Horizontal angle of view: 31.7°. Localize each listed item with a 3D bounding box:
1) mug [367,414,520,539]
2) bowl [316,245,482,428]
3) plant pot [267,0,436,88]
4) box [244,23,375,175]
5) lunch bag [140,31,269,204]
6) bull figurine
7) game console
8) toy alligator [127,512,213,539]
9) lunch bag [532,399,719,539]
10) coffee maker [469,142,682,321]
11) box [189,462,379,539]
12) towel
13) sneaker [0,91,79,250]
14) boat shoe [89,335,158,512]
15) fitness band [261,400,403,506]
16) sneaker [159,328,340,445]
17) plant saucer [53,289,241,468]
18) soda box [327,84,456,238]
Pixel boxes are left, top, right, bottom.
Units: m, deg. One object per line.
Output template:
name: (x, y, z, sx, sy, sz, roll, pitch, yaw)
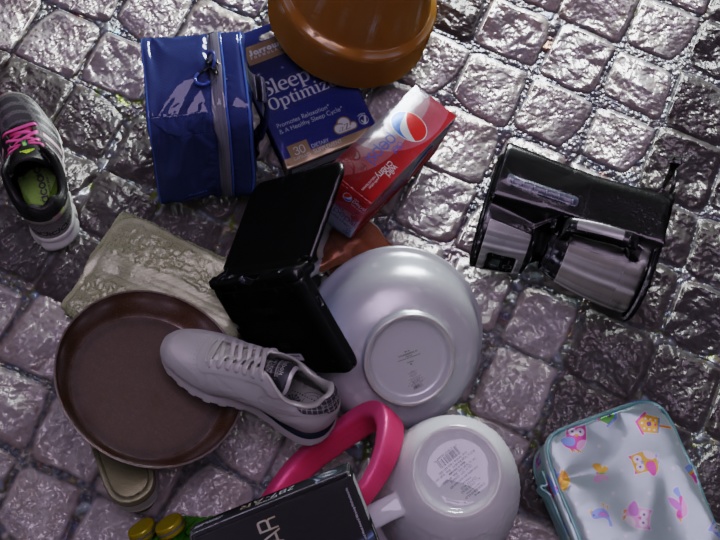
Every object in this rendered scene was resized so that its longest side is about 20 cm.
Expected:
mug: (0.065, 0.229, 1.261, 0.198, 0.176, 0.149, -23, 71, -10)
bowl: (0.042, 0.081, 1.314, 0.198, 0.090, 0.204, -2, 101, -9)
plant pot: (0.007, -0.343, 1.452, 0.198, 0.184, 0.202, 7, 62, -13)
box: (-0.071, -0.219, 1.506, 0.120, 0.032, 0.202, -22, 70, -10)
lunch bag: (-0.167, -0.172, 1.395, 0.131, 0.201, 0.137, -6, 64, -7)
bull figurine: (0.000, 0.000, 1.408, 0.200, 0.065, 0.121, 40, 77, 15)
game console: (-0.061, 0.003, 1.310, 0.116, 0.199, 0.177, -37, 105, -27)
toy alligator: (-0.168, 0.267, 1.273, 0.060, 0.198, 0.054, 62, 36, -17)
lunch bag: (0.271, 0.243, 1.317, 0.159, 0.077, 0.202, -18, 71, -7)
coffee maker: (0.236, -0.060, 1.418, 0.198, 0.135, 0.193, 20, 46, 4)
box: (-0.047, 0.299, 1.159, 0.159, 0.044, 0.202, -21, 92, 1)
towel: (-0.216, 0.030, 1.403, 0.198, 0.037, 0.149, 24, 71, 7)
sneaker: (-0.370, -0.126, 1.429, 0.073, 0.088, 0.202, -19, 71, -9)
boat shoe: (-0.259, 0.159, 1.334, 0.074, 0.069, 0.202, -14, 65, -7)
fitness band: (-0.036, 0.207, 1.264, 0.037, 0.199, 0.144, 41, 35, -17)
sneaker: (-0.110, 0.101, 1.284, 0.198, 0.081, 0.077, 21, 60, 8)
plant saucer: (-0.218, 0.115, 1.308, 0.198, 0.032, 0.202, 12, 54, -17)
soda box: (0.027, -0.123, 1.411, 0.063, 0.070, 0.200, 38, 48, 5)
